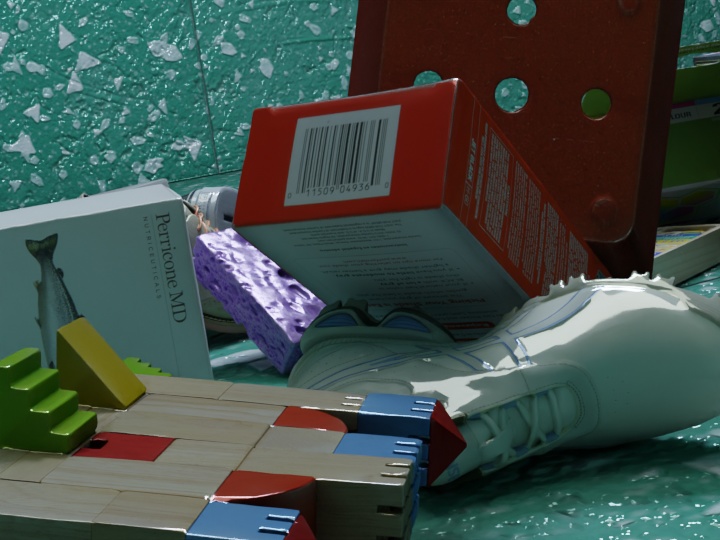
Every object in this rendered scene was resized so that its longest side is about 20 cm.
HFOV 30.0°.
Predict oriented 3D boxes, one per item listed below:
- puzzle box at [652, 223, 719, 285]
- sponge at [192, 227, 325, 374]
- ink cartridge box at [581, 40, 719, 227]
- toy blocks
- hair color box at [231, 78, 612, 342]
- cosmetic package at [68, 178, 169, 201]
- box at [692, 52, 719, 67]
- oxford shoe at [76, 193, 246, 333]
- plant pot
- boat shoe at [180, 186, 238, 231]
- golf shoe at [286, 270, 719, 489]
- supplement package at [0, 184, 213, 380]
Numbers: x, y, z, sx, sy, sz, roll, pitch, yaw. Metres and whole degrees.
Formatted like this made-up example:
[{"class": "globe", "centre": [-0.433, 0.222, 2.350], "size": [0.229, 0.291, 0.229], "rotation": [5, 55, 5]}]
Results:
[{"class": "puzzle box", "centre": [0.147, -0.006, 0.961], "size": [0.199, 0.026, 0.133], "rotation": [-2, 11, 38]}, {"class": "sponge", "centre": [0.000, 0.000, 0.874], "size": [0.199, 0.030, 0.112], "rotation": [-14, 44, -38]}, {"class": "ink cartridge box", "centre": [0.236, -0.094, 1.010], "size": [0.147, 0.076, 0.200], "rotation": [-10, -18, -4]}, {"class": "toy blocks", "centre": [-0.041, 0.078, 0.418], "size": [0.136, 0.101, 0.200], "rotation": [4, 10, 9]}, {"class": "hair color box", "centre": [0.037, -0.007, 0.618], "size": [0.101, 0.062, 0.200], "rotation": [-4, -26, 27]}, {"class": "cosmetic package", "centre": [-0.212, 0.000, 1.005], "size": [0.090, 0.107, 0.200], "rotation": [-11, 5, 26]}, {"class": "box", "centre": [0.338, -0.113, 1.099], "size": [0.037, 0.137, 0.200], "rotation": [-9, 9, -9]}, {"class": "oxford shoe", "centre": [-0.112, -0.006, 0.925], "size": [0.199, 0.074, 0.071], "rotation": [7, 25, -34]}, {"class": "plant pot", "centre": [0.081, -0.085, 0.743], "size": [0.199, 0.201, 0.176], "rotation": [7, 1, 5]}, {"class": "boat shoe", "centre": [-0.107, -0.031, 1.063], "size": [0.070, 0.073, 0.200], "rotation": [2, -12, 18]}, {"class": "golf shoe", "centre": [0.059, 0.058, 0.541], "size": [0.199, 0.079, 0.097], "rotation": [-8, 28, 23]}, {"class": "supplement package", "centre": [-0.200, 0.024, 0.807], "size": [0.199, 0.118, 0.117], "rotation": [-11, 8, -12]}]
